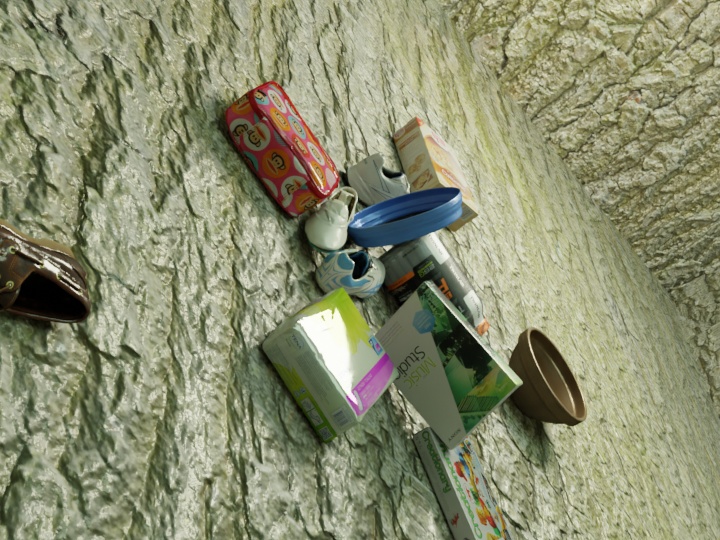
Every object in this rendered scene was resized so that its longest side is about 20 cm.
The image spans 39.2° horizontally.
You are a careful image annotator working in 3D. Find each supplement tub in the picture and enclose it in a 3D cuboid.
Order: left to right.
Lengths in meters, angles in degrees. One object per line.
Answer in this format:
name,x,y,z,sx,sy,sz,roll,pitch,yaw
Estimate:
supplement tub,0.121,0.036,1.682,0.201,0.122,0.122,55,22,-3

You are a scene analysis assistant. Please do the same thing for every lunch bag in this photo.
lunch bag,-0.115,-0.191,1.564,0.201,0.081,0.176,55,18,-9

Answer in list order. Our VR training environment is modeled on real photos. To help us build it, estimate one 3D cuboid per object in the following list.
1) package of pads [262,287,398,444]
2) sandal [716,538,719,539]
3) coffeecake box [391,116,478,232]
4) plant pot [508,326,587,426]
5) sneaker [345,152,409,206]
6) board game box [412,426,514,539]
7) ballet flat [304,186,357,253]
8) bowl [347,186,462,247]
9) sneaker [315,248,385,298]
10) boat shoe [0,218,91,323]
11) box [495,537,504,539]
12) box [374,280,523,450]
package of pads,-0.036,0.114,1.323,0.155,0.068,0.200,56,22,-2
sandal,0.885,0.729,2.399,0.087,0.079,0.200,53,24,-16
coffeecake box,0.158,-0.204,2.147,0.153,0.073,0.201,32,32,-44
plant pot,0.340,0.217,1.932,0.201,0.092,0.202,45,24,-26
sneaker,0.060,-0.125,1.820,0.200,0.087,0.075,48,22,-24
board game box,0.154,0.326,1.473,0.126,0.034,0.202,17,45,-57
ballet flat,-0.041,-0.088,1.568,0.070,0.069,0.200,52,18,-9
bowl,0.074,-0.087,1.663,0.201,0.198,0.040,-53,128,-67
sneaker,0.000,0.000,1.548,0.072,0.072,0.200,58,21,9
boat shoe,-0.315,0.001,0.893,0.199,0.070,0.071,19,39,-57
box,0.162,0.450,1.243,0.124,0.097,0.202,7,54,-61
box,0.116,0.136,1.457,0.200,0.145,0.036,47,22,13
